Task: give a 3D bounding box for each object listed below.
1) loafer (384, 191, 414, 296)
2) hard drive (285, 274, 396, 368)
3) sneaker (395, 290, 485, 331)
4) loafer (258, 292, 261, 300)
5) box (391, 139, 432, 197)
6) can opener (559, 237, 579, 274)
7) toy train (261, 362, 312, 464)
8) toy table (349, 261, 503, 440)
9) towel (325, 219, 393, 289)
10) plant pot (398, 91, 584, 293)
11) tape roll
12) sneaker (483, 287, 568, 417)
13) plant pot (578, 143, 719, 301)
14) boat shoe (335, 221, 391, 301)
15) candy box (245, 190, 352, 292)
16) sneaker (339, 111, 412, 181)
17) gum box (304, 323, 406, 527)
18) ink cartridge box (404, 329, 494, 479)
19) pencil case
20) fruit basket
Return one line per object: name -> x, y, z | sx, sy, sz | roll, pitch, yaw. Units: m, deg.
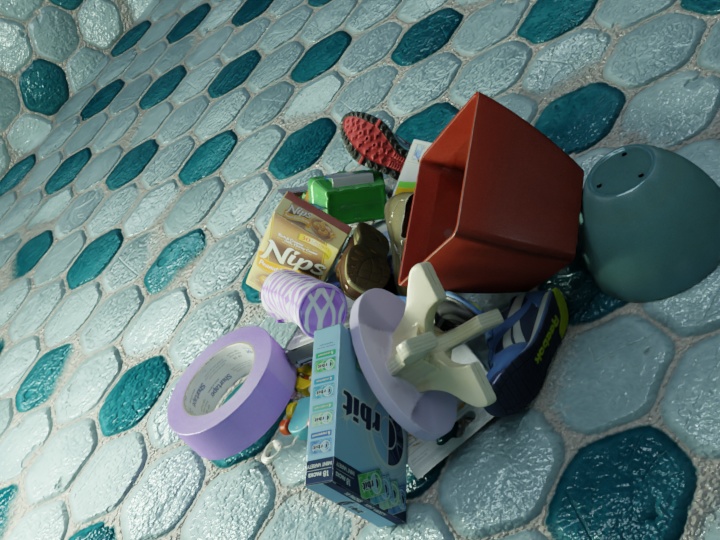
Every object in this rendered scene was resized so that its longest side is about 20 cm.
loafer -> 0.083, -0.024, 1.463 | 0.075, 0.202, 0.067 | -14, -13, -19
hard drive -> -0.024, 0.064, 1.528 | 0.139, 0.038, 0.200 | -22, 20, 26
sneaker -> 0.085, 0.076, 1.351 | 0.198, 0.071, 0.083 | -6, 60, 35
loafer -> -0.113, -0.012, 1.700 | 0.200, 0.071, 0.073 | -43, 28, 28
box -> 0.158, -0.121, 1.524 | 0.199, 0.112, 0.102 | 23, 92, 53
can opener -> 0.285, -0.076, 1.422 | 0.066, 0.053, 0.201 | -30, 31, 32
toy train -> -0.103, 0.209, 1.481 | 0.150, 0.056, 0.200 | -39, 30, 5
toy table -> 0.080, 0.094, 1.223 | 0.117, 0.201, 0.183 | -38, -6, 42
towel -> 0.027, -0.032, 1.609 | 0.146, 0.024, 0.200 | -19, 23, 28
plant pot -> 0.177, -0.076, 1.305 | 0.200, 0.175, 0.202 | 135, 149, -63
tape roll -> -0.193, 0.180, 1.501 | 0.199, 0.066, 0.201 | -29, 31, 19
sneaker -> 0.195, 0.105, 1.285 | 0.082, 0.074, 0.200 | 3, 43, 40
plant pot -> 0.357, -0.080, 1.282 | 0.199, 0.135, 0.201 | -26, 36, 21
boat shoe -> 0.000, 0.000, 1.465 | 0.068, 0.072, 0.200 | -54, 10, 23
candy box -> -0.100, -0.022, 1.576 | 0.056, 0.115, 0.200 | -60, -1, -38
sneaker -> 0.047, -0.192, 1.686 | 0.080, 0.199, 0.096 | -53, 6, 7
gum box -> -0.001, 0.194, 1.246 | 0.044, 0.170, 0.202 | -16, 54, 27
ink cartridge box -> 0.094, 0.168, 1.353 | 0.162, 0.057, 0.200 | -39, 51, 0
pencil case -> -0.086, 0.049, 1.469 | 0.200, 0.083, 0.087 | -165, 84, -69
fruit basket -> -0.035, -0.138, 1.725 | 0.183, 0.095, 0.200 | -9, 24, -15
